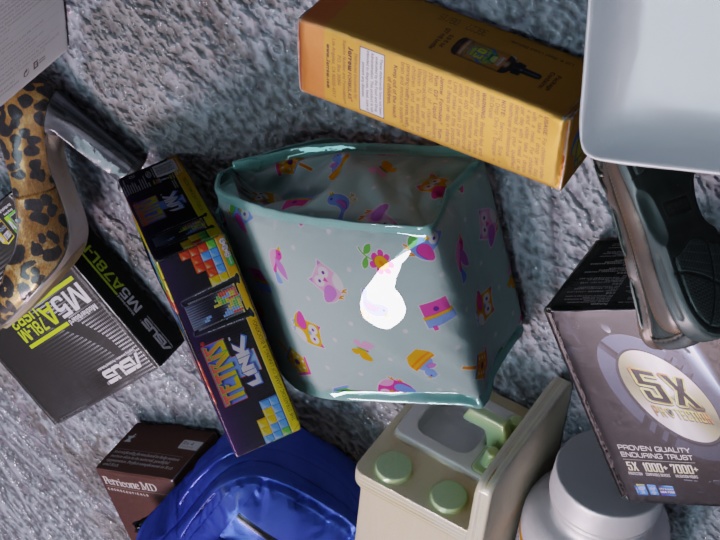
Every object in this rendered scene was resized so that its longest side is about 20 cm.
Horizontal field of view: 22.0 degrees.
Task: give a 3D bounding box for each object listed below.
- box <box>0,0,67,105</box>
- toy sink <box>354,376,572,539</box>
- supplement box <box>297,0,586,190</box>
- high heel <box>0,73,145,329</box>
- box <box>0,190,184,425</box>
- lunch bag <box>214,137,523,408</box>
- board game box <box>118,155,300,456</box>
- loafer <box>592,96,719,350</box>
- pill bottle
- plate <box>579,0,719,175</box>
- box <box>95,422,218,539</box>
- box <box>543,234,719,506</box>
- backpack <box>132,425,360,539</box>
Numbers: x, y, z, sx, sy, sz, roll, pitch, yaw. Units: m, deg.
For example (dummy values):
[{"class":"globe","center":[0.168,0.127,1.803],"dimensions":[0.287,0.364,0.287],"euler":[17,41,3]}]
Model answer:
[{"class":"box","center":[-0.298,-0.239,1.364],"dimensions":[0.124,0.098,0.201],"euler":[25,138,20]},{"class":"toy sink","center":[0.070,0.162,1.399],"dimensions":[0.111,0.130,0.201],"euler":[26,139,19]},{"class":"supplement box","center":[0.058,-0.124,1.201],"dimensions":[0.199,0.067,0.069],"euler":[22,137,23]},{"class":"high heel","center":[-0.281,-0.058,1.489],"dimensions":[0.142,0.071,0.200],"euler":[38,106,-3]},{"class":"box","center":[-0.273,0.029,1.623],"dimensions":[0.194,0.048,0.199],"euler":[53,140,-9]},{"class":"lunch bag","center":[0.000,0.000,1.319],"dimensions":[0.198,0.122,0.171],"euler":[4,128,30]},{"class":"board game box","center":[-0.116,0.022,1.387],"dimensions":[0.200,0.056,0.166],"euler":[-127,17,-66]},{"class":"loafer","center":[0.168,-0.049,1.125],"dimensions":[0.063,0.071,0.202],"euler":[-26,76,50]},{"class":"pill bottle","center":[0.168,0.213,1.377],"dimensions":[0.110,0.111,0.201],"euler":[26,137,18]},{"class":"plate","center":[0.223,-0.149,1.023],"dimensions":[0.198,0.032,0.201],"euler":[9,111,23]},{"class":"box","center":[-0.151,0.240,1.694],"dimensions":[0.100,0.075,0.201],"euler":[2,125,38]},{"class":"box","center":[0.244,0.066,1.204],"dimensions":[0.199,0.086,0.165],"euler":[-1,124,40]},{"class":"backpack","center":[-0.082,0.237,1.536],"dimensions":[0.162,0.168,0.200],"euler":[31,115,-19]}]
